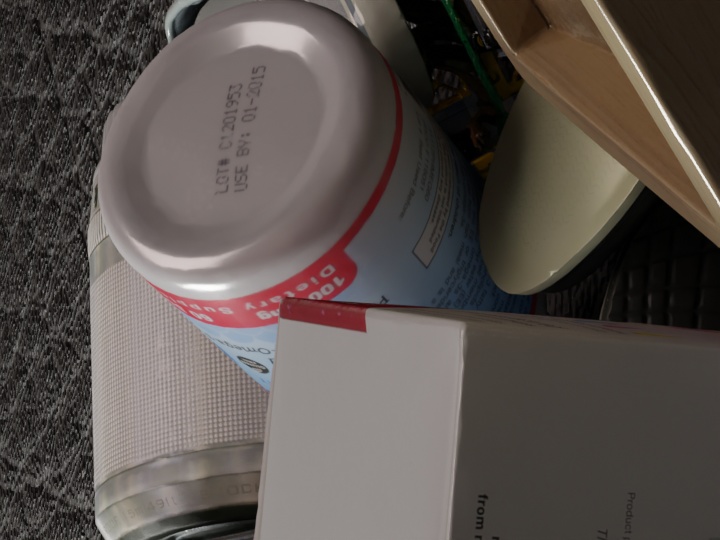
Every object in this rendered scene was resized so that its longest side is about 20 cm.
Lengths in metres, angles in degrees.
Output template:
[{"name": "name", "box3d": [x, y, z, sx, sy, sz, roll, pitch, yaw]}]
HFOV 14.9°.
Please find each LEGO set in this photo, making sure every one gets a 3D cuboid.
[{"name": "LEGO set", "box3d": [0.073, -0.103, 1.023, 0.154, 0.115, 0.200, 62, 170, 3]}]

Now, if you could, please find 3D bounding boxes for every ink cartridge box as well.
[{"name": "ink cartridge box", "box3d": [0.085, 0.089, 0.789, 0.145, 0.199, 0.146, -176, 92, -68]}]

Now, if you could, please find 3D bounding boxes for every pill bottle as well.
[{"name": "pill bottle", "box3d": [0.000, 0.000, 0.969, 0.108, 0.200, 0.109, -14, 56, 22]}]

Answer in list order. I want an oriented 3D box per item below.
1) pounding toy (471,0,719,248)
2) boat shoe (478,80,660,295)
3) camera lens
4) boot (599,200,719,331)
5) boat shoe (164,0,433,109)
[{"name": "pounding toy", "box3d": [0.072, -0.139, 0.668, 0.184, 0.142, 0.200, 55, 178, -30]}, {"name": "boat shoe", "box3d": [0.108, -0.071, 0.889, 0.202, 0.063, 0.074, -58, 42, 23]}, {"name": "camera lens", "box3d": [-0.036, 0.030, 1.172, 0.160, 0.159, 0.201, 139, 131, -62]}, {"name": "boot", "box3d": [0.091, 0.067, 0.971, 0.131, 0.067, 0.201, -167, 83, -75]}, {"name": "boat shoe", "box3d": [-0.030, -0.083, 1.045, 0.070, 0.071, 0.201, 65, 169, -15]}]
